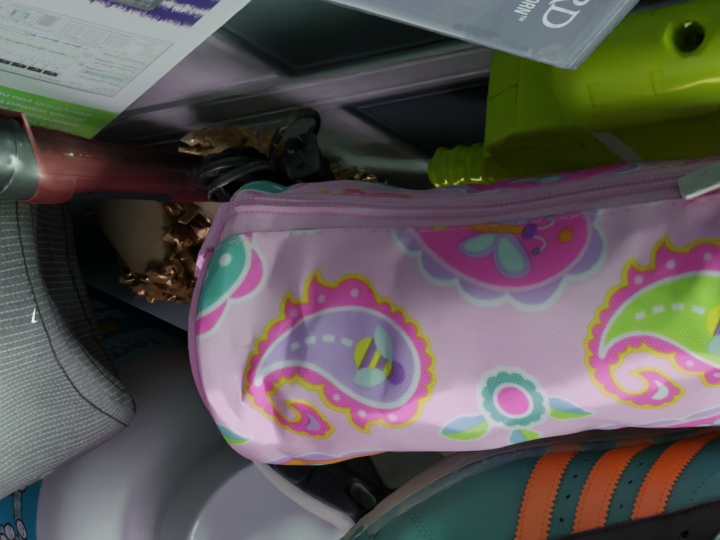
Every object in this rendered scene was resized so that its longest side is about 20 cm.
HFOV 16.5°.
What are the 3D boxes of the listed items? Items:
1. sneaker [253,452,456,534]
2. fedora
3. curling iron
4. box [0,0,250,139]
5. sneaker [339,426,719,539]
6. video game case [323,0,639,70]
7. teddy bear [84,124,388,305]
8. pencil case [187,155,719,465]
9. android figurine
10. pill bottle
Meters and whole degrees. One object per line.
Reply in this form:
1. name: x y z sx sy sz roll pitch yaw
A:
1. sneaker: 0.039 0.083 0.772 0.200 0.077 0.080 48 179 25
2. fedora: -0.125 0.013 0.767 0.090 0.178 0.200 -15 170 2
3. curling iron: -0.087 -0.035 0.687 0.199 0.026 0.049 5 155 -38
4. box: -0.107 -0.088 0.641 0.143 0.037 0.200 14 159 -23
5. sneaker: 0.077 0.082 0.669 0.199 0.072 0.080 -19 -161 6
6. video game case: -0.007 -0.109 0.514 0.199 0.019 0.143 12 146 -23
7. teddy bear: 0.000 0.000 0.848 0.199 0.067 0.145 21 151 -21
8. pencil case: 0.055 0.006 0.668 0.199 0.088 0.087 -5 159 21
9. android figurine: 0.117 -0.035 0.722 0.199 0.041 0.182 -6 158 29
10. pill bottle: -0.087 0.071 0.896 0.110 0.111 0.199 21 179 -39
